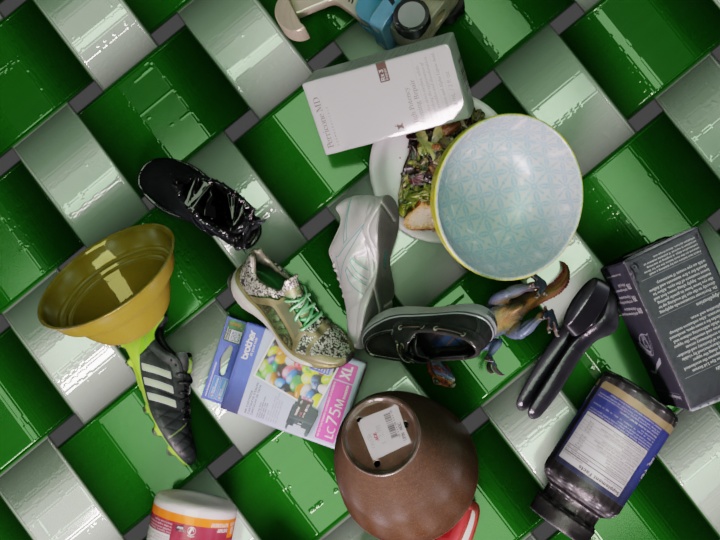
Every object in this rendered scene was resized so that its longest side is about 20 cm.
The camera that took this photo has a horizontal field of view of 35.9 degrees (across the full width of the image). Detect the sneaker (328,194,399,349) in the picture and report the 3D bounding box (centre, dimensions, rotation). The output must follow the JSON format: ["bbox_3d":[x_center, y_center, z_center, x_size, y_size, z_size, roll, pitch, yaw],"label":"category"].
[{"bbox_3d":[0.000,0.000,1.453,0.079,0.070,0.204,8,94,30],"label":"sneaker"}]

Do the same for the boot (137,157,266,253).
[{"bbox_3d":[-0.208,-0.091,1.410,0.197,0.162,0.074,32,87,3],"label":"boot"}]

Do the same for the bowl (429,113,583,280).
[{"bbox_3d":[0.169,-0.094,1.395,0.197,0.108,0.204,-2,96,-15],"label":"bowl"}]

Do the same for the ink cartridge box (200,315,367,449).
[{"bbox_3d":[-0.102,0.145,1.456,0.197,0.042,0.121,19,87,5],"label":"ink cartridge box"}]

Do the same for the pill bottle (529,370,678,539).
[{"bbox_3d":[0.301,0.237,1.398,0.111,0.112,0.201,33,89,4],"label":"pill bottle"}]

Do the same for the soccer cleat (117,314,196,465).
[{"bbox_3d":[-0.247,0.153,1.448,0.080,0.068,0.202,-24,83,-1],"label":"soccer cleat"}]

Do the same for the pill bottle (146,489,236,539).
[{"bbox_3d":[-0.227,0.389,1.411,0.108,0.110,0.203,10,87,3],"label":"pill bottle"}]

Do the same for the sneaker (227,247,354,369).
[{"bbox_3d":[-0.087,0.046,1.415,0.199,0.089,0.077,38,57,12],"label":"sneaker"}]

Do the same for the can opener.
[{"bbox_3d":[0.264,0.100,1.437,0.078,0.063,0.201,29,99,-23],"label":"can opener"}]

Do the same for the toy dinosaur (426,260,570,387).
[{"bbox_3d":[0.172,0.083,1.436,0.181,0.199,0.106,-30,82,38],"label":"toy dinosaur"}]

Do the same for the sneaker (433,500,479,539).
[{"bbox_3d":[0.062,0.360,1.419,0.115,0.078,0.201,32,87,2],"label":"sneaker"}]

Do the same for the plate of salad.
[{"bbox_3d":[0.109,-0.138,1.459,0.197,0.048,0.203,0,87,3],"label":"plate of salad"}]

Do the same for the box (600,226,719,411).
[{"bbox_3d":[0.398,0.062,1.387,0.103,0.148,0.202,-24,87,0],"label":"box"}]

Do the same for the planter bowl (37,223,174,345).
[{"bbox_3d":[-0.307,0.035,1.425,0.198,0.201,0.084,-28,121,1],"label":"planter bowl"}]

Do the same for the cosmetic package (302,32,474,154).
[{"bbox_3d":[0.036,-0.224,1.415,0.197,0.074,0.103,-14,110,17],"label":"cosmetic package"}]

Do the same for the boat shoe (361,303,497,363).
[{"bbox_3d":[0.074,0.083,1.351,0.198,0.057,0.069,-13,121,40],"label":"boat shoe"}]

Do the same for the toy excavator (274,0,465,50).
[{"bbox_3d":[0.013,-0.352,1.461,0.199,0.100,0.195,36,87,17],"label":"toy excavator"}]

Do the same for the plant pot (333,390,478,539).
[{"bbox_3d":[0.042,0.220,1.340,0.184,0.200,0.190,-4,68,10],"label":"plant pot"}]
